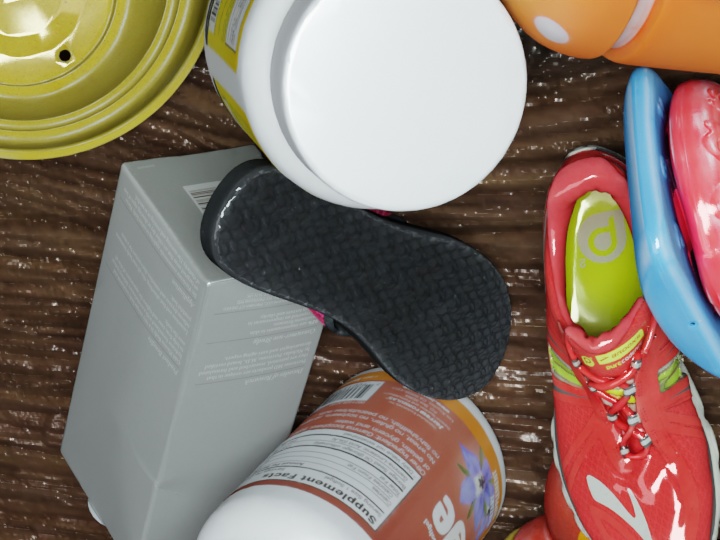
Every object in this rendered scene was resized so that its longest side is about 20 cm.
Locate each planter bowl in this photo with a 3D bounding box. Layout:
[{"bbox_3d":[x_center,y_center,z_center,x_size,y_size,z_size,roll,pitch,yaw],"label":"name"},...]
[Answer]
[{"bbox_3d":[-0.161,-0.141,0.841,0.198,0.084,0.202,-3,108,-9],"label":"planter bowl"}]

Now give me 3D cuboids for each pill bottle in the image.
[{"bbox_3d":[-0.002,-0.089,0.753,0.113,0.200,0.116,-2,103,-11],"label":"pill bottle"},{"bbox_3d":[-0.013,0.139,0.884,0.111,0.200,0.113,13,120,24],"label":"pill bottle"}]

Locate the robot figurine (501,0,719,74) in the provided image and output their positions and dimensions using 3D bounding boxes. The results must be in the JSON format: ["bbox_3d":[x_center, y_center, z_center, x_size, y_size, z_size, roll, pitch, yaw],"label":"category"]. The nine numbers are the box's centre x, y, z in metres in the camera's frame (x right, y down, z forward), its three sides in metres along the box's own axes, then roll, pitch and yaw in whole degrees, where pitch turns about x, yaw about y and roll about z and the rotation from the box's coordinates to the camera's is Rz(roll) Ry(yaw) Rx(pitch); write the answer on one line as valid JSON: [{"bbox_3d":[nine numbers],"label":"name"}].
[{"bbox_3d":[0.133,-0.134,0.688,0.198,0.145,0.117,4,149,-14],"label":"robot figurine"}]

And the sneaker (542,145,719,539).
[{"bbox_3d":[0.111,0.044,0.797,0.076,0.085,0.202,-12,85,14],"label":"sneaker"}]

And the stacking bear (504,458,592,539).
[{"bbox_3d":[0.107,0.170,0.890,0.121,0.114,0.202,22,112,8],"label":"stacking bear"}]

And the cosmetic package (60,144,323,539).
[{"bbox_3d":[-0.088,0.049,0.934,0.107,0.090,0.201,51,138,37],"label":"cosmetic package"}]

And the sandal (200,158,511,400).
[{"bbox_3d":[0.000,0.000,0.855,0.045,0.199,0.076,30,89,53],"label":"sandal"}]

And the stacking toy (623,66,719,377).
[{"bbox_3d":[0.212,-0.042,0.730,0.198,0.111,0.116,-14,142,22],"label":"stacking toy"}]

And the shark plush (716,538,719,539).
[{"bbox_3d":[0.165,0.165,0.827,0.090,0.084,0.201,-15,143,5],"label":"shark plush"}]
